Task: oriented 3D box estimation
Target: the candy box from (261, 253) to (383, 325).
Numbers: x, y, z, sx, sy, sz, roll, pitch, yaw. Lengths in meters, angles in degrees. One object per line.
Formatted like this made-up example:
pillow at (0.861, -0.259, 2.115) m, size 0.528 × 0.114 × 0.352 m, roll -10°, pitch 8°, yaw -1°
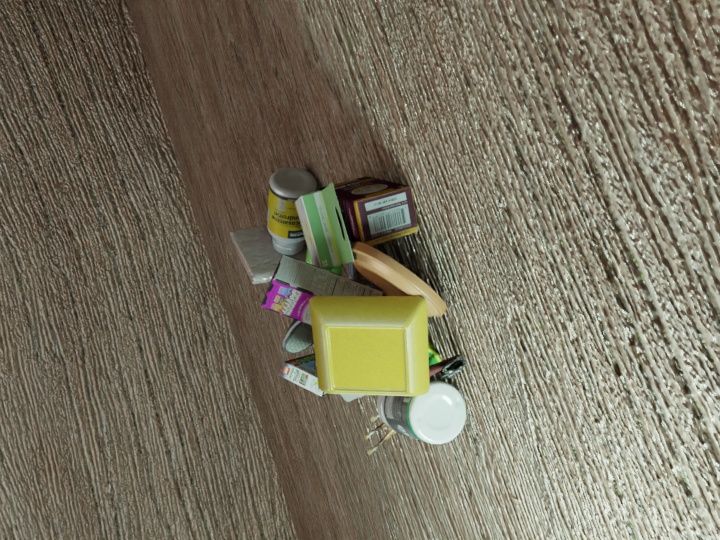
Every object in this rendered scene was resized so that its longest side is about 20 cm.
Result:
candy box at (-0.073, 0.053, 1.465) m, size 0.136 × 0.200 × 0.061 m, roll 124°, pitch 165°, yaw -61°

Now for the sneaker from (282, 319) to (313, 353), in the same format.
sneaker at (-0.137, 0.100, 1.961) m, size 0.077 × 0.202 × 0.146 m, roll 37°, pitch -178°, yaw -34°

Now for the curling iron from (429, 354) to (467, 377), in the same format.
curling iron at (0.108, 0.189, 1.421) m, size 0.200 × 0.050 × 0.026 m, roll -25°, pitch 96°, yaw 41°

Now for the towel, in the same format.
towel at (-0.203, -0.046, 1.954) m, size 0.191 × 0.200 × 0.032 m, roll 56°, pitch 147°, yaw 40°

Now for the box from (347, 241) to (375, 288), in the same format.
box at (0.000, 0.000, 1.581) m, size 0.119 × 0.041 × 0.200 m, roll 99°, pitch 171°, yaw -53°

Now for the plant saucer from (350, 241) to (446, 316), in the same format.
plant saucer at (0.060, 0.022, 1.381) m, size 0.200 × 0.032 × 0.200 m, roll 36°, pitch 172°, yaw 6°

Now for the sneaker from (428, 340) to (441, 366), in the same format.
sneaker at (0.066, 0.141, 1.433) m, size 0.084 × 0.200 × 0.074 m, roll -54°, pitch 37°, yaw 14°

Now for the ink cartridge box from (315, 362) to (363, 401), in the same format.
ink cartridge box at (0.011, 0.181, 1.602) m, size 0.117 × 0.067 × 0.200 m, roll 51°, pitch 135°, yaw -6°

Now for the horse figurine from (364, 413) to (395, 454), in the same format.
horse figurine at (0.068, 0.305, 1.669) m, size 0.050 × 0.132 × 0.200 m, roll 39°, pitch 139°, yaw 23°

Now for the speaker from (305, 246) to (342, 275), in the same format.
speaker at (-0.069, -0.063, 1.663) m, size 0.088 × 0.088 × 0.200 m, roll -157°, pitch 75°, yaw -65°

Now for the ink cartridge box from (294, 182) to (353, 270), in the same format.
ink cartridge box at (-0.069, -0.073, 1.437) m, size 0.200 × 0.048 × 0.146 m, roll 170°, pitch 85°, yaw -79°

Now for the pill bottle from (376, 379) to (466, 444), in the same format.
pill bottle at (0.109, 0.261, 1.498) m, size 0.200 × 0.113 × 0.113 m, roll 166°, pitch 87°, yaw -71°

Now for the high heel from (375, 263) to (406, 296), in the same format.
high heel at (0.061, 0.084, 1.532) m, size 0.096 × 0.067 × 0.200 m, roll -7°, pitch 95°, yaw 60°

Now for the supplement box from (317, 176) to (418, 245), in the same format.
supplement box at (0.010, -0.113, 1.454) m, size 0.200 × 0.110 × 0.086 m, roll -153°, pitch 49°, yaw -64°

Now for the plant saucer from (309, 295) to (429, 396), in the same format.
plant saucer at (0.015, 0.140, 1.340) m, size 0.048 × 0.200 × 0.200 m, roll -76°, pitch -16°, yaw -60°

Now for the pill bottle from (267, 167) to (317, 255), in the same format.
pill bottle at (-0.166, -0.137, 1.886) m, size 0.112 × 0.112 × 0.200 m, roll 56°, pitch 150°, yaw 39°

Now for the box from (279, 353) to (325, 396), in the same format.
box at (-0.084, 0.226, 1.752) m, size 0.110 × 0.200 × 0.035 m, roll 23°, pitch 100°, yaw 20°
